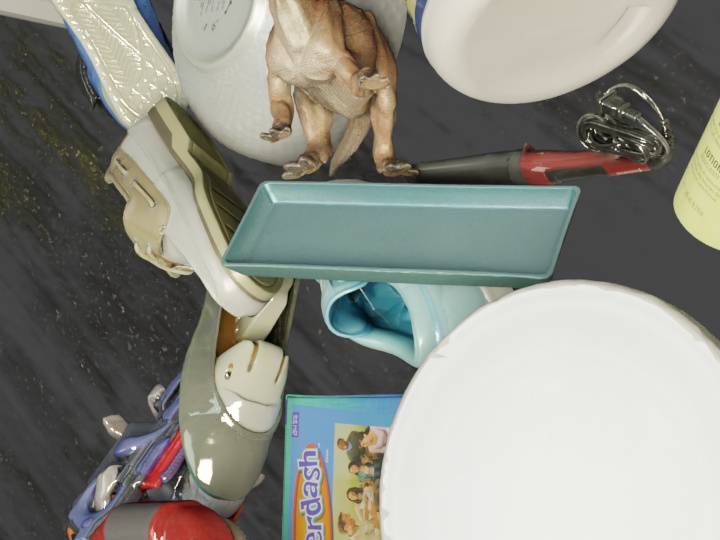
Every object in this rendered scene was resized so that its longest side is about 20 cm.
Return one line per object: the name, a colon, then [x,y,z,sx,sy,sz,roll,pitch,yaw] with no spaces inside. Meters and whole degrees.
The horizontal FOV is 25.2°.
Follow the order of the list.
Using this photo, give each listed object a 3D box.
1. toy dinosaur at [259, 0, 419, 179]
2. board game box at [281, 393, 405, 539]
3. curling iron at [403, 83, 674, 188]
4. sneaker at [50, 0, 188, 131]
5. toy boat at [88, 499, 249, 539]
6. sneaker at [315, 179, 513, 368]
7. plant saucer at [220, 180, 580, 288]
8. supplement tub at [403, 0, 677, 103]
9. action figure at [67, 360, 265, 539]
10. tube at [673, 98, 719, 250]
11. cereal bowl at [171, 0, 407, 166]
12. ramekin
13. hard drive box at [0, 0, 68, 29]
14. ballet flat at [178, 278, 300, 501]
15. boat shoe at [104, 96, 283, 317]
toy dinosaur: [-0.015,-0.133,0.937,0.085,0.200,0.137,-8,65,12]
board game box: [0.031,0.147,0.930,0.199,0.045,0.154,-5,82,49]
curling iron: [0.094,-0.066,0.894,0.199,0.026,0.050,-7,116,52]
sneaker: [-0.184,-0.188,1.156,0.201,0.076,0.111,64,169,-6]
toy boat: [-0.138,0.222,0.876,0.130,0.130,0.202,-10,70,45]
sneaker: [0.000,0.000,0.945,0.199,0.081,0.075,25,125,48]
plant saucer: [0.022,-0.019,0.898,0.198,0.019,0.070,3,47,25]
supplement tub: [0.072,-0.206,0.852,0.144,0.144,0.201,-44,54,36]
action figure: [-0.122,0.131,1.084,0.193,0.105,0.200,-13,35,55]
tube: [0.195,-0.095,0.715,0.058,0.052,0.201,28,135,9]
cereal bowl: [-0.062,-0.172,1.053,0.199,0.083,0.202,-7,81,49]
ramekin: [0.115,0.110,0.769,0.201,0.094,0.204,-5,81,31]
hard drive box: [-0.258,-0.273,1.204,0.077,0.199,0.157,36,111,45]
ballet flat: [-0.071,0.045,1.009,0.064,0.067,0.201,-38,36,40]
boat shoe: [-0.108,-0.029,1.016,0.068,0.075,0.200,-41,39,9]
